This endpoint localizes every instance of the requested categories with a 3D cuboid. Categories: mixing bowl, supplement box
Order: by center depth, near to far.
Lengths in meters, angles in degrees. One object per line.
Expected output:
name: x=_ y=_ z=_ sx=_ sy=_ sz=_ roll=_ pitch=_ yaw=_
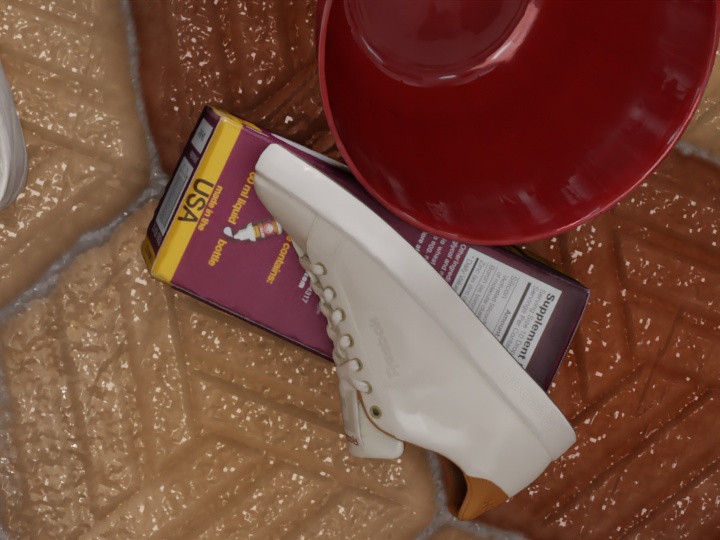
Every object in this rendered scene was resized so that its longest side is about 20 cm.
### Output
mixing bowl: x=0.057 y=-0.123 z=1.245 sx=0.199 sy=0.108 sz=0.201 roll=-8 pitch=113 yaw=-19
supplement box: x=0.000 y=0.000 z=1.293 sx=0.199 sy=0.110 sz=0.086 roll=25 pitch=94 yaw=-10

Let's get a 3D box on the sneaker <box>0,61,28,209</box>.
sneaker: x=-0.209 y=-0.118 z=1.252 sx=0.073 sy=0.116 sz=0.201 roll=-23 pitch=98 yaw=-1

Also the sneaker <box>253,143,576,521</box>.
sneaker: x=0.008 y=0.034 z=1.205 sx=0.085 sy=0.073 sz=0.200 roll=-43 pitch=101 yaw=-3
